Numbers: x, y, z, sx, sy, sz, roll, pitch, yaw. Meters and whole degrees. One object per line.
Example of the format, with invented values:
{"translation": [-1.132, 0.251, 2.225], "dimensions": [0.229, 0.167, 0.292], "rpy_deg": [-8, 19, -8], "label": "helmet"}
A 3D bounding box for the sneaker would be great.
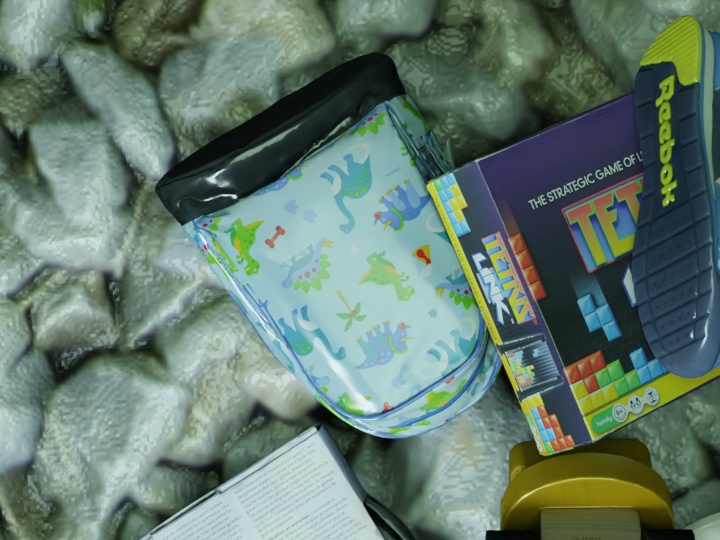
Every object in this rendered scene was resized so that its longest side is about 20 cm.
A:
{"translation": [0.197, -0.038, 1.356], "dimensions": [0.082, 0.074, 0.202], "rpy_deg": [15, 71, -29], "label": "sneaker"}

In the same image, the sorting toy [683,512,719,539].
{"translation": [0.277, 0.197, 1.432], "dimensions": [0.179, 0.107, 0.202], "rpy_deg": [-6, 102, 15], "label": "sorting toy"}

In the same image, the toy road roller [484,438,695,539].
{"translation": [0.130, 0.187, 1.438], "dimensions": [0.122, 0.147, 0.201], "rpy_deg": [-1, 128, 2], "label": "toy road roller"}

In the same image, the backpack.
{"translation": [0.000, 0.000, 1.426], "dimensions": [0.162, 0.154, 0.201], "rpy_deg": [-29, 104, -3], "label": "backpack"}

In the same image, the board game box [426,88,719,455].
{"translation": [0.155, -0.012, 1.399], "dimensions": [0.199, 0.057, 0.166], "rpy_deg": [-24, 92, -33], "label": "board game box"}

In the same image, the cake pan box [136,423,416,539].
{"translation": [-0.052, 0.214, 1.466], "dimensions": [0.199, 0.052, 0.185], "rpy_deg": [-34, 91, 3], "label": "cake pan box"}
